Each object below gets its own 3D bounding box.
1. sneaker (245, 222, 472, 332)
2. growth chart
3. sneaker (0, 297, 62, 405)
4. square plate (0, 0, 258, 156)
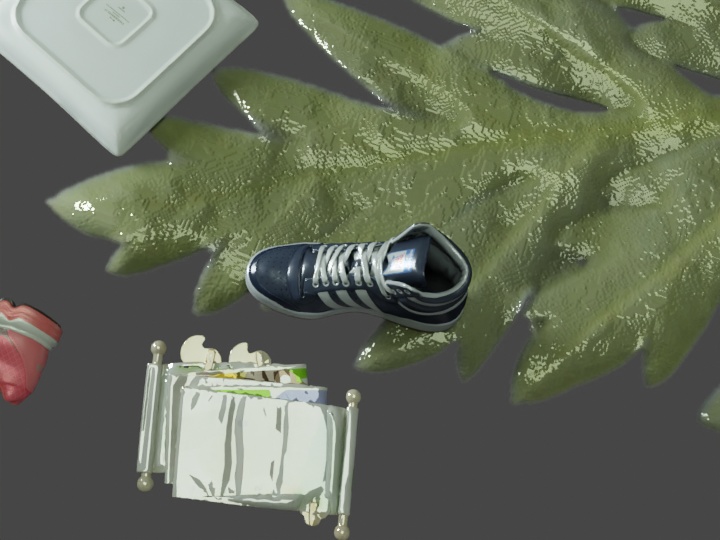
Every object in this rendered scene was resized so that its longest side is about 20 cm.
[{"bbox_3d":[0.000,0.000,0.833,0.197,0.109,0.071,9,70,-3],"label":"sneaker"},{"bbox_3d":[-0.093,0.135,0.825,0.197,0.018,0.147,12,70,-2],"label":"growth chart"},{"bbox_3d":[-0.351,0.056,0.794,0.197,0.074,0.088,13,72,-2],"label":"sneaker"},{"bbox_3d":[-0.232,-0.240,0.930,0.199,0.028,0.198,40,73,7],"label":"square plate"}]
